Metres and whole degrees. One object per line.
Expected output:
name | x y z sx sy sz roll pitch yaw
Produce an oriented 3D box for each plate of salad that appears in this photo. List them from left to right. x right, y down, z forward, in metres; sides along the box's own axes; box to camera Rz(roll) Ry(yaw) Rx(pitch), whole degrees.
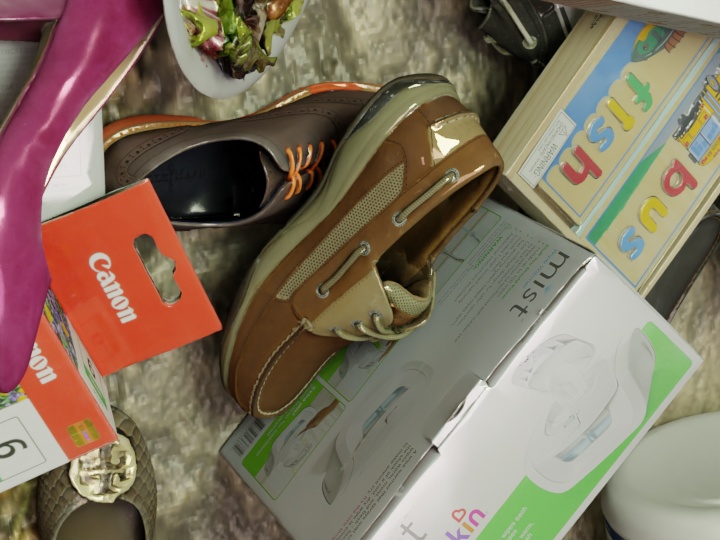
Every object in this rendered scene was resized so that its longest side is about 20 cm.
plate of salad | -0.037 -0.175 0.838 0.048 0.200 0.202 15 102 16

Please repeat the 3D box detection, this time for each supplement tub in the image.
supplement tub | 0.224 0.199 1.071 0.144 0.145 0.201 -19 112 -17

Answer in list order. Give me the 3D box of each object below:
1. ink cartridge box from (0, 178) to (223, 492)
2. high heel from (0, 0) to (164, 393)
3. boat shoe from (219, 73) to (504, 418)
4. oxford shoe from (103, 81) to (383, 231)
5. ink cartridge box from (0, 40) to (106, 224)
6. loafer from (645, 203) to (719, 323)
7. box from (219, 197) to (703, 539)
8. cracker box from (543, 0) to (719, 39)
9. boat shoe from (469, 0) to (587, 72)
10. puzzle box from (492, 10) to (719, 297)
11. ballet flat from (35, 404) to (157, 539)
ink cartridge box | -0.169 0.046 0.869 0.199 0.050 0.109 -23 130 0
high heel | -0.125 -0.046 0.806 0.095 0.067 0.202 2 79 -16
boat shoe | 0.000 0.000 0.901 0.075 0.074 0.201 -8 136 -54
oxford shoe | -0.036 -0.050 0.924 0.199 0.072 0.072 -12 110 -20
ink cartridge box | -0.178 -0.121 0.848 0.103 0.059 0.202 -7 107 -22
loafer | 0.145 0.045 1.023 0.200 0.072 0.073 -53 140 2
box | 0.044 0.070 0.937 0.097 0.176 0.200 41 86 -27
cracker box | 0.167 -0.185 0.881 0.199 0.058 0.135 8 92 -18
boat shoe | 0.090 -0.148 0.960 0.063 0.071 0.201 -18 125 17
puzzle box | 0.160 -0.095 0.954 0.133 0.025 0.201 40 83 -38
ballet flat | -0.140 0.170 0.959 0.067 0.046 0.202 2 105 -22
